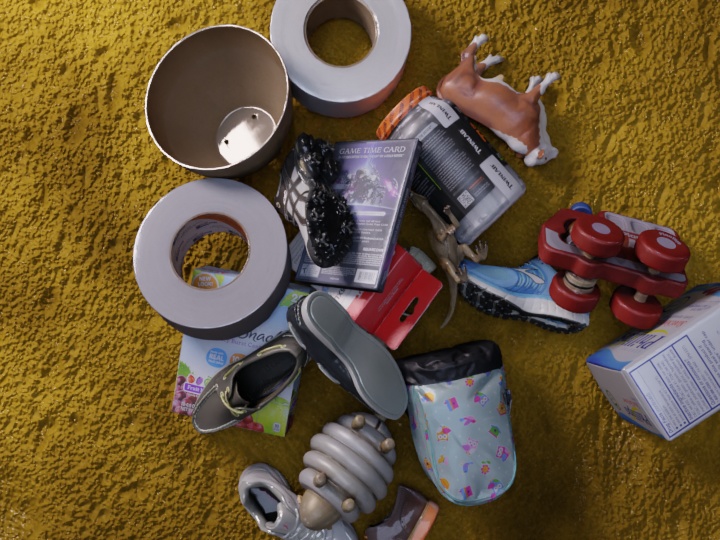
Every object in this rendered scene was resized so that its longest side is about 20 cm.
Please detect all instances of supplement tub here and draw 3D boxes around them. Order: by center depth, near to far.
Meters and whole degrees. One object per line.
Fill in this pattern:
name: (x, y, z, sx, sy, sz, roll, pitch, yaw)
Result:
supplement tub: (0.120, -0.144, 1.028, 0.122, 0.123, 0.201, -41, 86, 0)

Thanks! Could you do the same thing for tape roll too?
tape roll: (-0.190, -0.015, 0.981, 0.196, 0.066, 0.205, 0, 72, 0)
tape roll: (-0.028, -0.325, 1.063, 0.198, 0.071, 0.207, 0, 83, -2)

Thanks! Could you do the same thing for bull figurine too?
bull figurine: (0.206, -0.236, 1.058, 0.198, 0.065, 0.123, 31, 85, 2)

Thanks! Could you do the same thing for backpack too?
backpack: (0.131, 0.207, 1.005, 0.163, 0.127, 0.204, -11, 89, -1)

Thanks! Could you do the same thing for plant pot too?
plant pot: (-0.176, -0.210, 1.036, 0.196, 0.135, 0.205, -2, 76, 9)

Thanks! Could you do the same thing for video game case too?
video game case: (-0.004, -0.075, 0.980, 0.141, 0.019, 0.204, 5, 73, 39)

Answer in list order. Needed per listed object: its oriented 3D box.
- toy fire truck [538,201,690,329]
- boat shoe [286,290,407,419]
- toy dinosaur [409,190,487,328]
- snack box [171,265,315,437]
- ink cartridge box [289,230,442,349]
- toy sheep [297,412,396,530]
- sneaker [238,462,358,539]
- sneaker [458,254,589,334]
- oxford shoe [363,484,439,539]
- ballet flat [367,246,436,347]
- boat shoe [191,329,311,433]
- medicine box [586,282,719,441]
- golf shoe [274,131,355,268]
toy fire truck: (0.332, -0.027, 0.999, 0.196, 0.169, 0.114, 14, 124, 3)
boat shoe: (-0.016, 0.111, 0.960, 0.201, 0.060, 0.076, 54, 50, -12)
toy dinosaur: (0.121, -0.018, 1.000, 0.057, 0.101, 0.204, -24, 106, -21)
snack box: (-0.161, 0.109, 1.046, 0.165, 0.068, 0.204, 10, 95, 4)
ink cartridge box: (0.000, 0.000, 1.015, 0.199, 0.067, 0.117, 37, 90, 32)
toy sheep: (-0.012, 0.257, 1.006, 0.137, 0.138, 0.200, 40, 69, 5)
sneaker: (-0.090, 0.345, 1.022, 0.198, 0.099, 0.079, 30, 89, 5)
sneaker: (0.223, 0.020, 1.049, 0.196, 0.079, 0.091, 17, 69, 1)
oxford shoe: (0.028, 0.390, 1.032, 0.072, 0.071, 0.202, 33, 79, 7)
ballet flat: (0.043, 0.063, 1.051, 0.062, 0.067, 0.202, 30, 89, -5)
boat shoe: (-0.149, 0.151, 0.980, 0.200, 0.060, 0.073, -37, 95, 13)
medicine box: (0.415, 0.109, 0.964, 0.198, 0.182, 0.104, -33, 86, 1)
golf shoe: (-0.065, -0.077, 0.979, 0.094, 0.077, 0.203, -38, 46, 37)
